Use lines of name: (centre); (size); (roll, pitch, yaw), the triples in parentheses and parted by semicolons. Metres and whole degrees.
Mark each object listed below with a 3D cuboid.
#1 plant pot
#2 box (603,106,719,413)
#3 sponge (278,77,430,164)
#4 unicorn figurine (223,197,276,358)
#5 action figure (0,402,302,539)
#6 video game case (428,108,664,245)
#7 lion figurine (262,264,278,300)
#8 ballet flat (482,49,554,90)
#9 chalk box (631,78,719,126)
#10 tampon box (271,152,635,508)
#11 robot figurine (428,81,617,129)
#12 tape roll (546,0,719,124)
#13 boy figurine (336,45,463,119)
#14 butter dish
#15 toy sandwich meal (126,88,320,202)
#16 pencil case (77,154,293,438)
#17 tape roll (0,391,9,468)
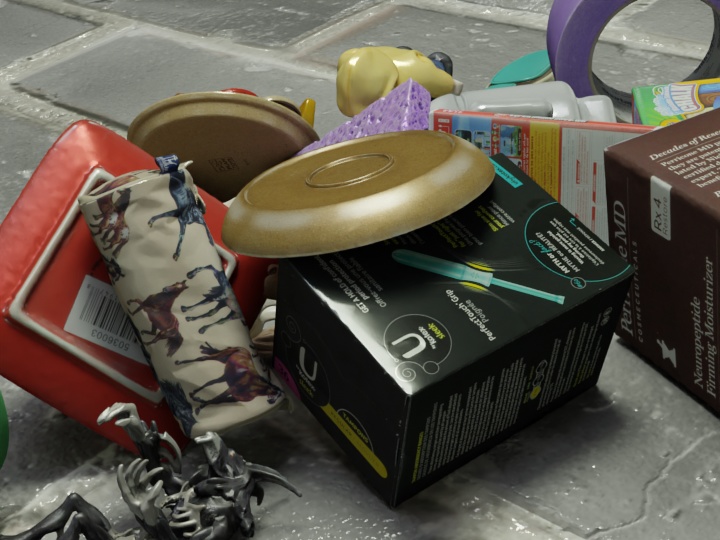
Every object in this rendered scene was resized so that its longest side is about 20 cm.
plant pot: (-0.005, -0.060, 0.948); (0.199, 0.028, 0.200); (-14, 19, 5)
box: (0.296, -0.006, 0.950); (0.163, 0.167, 0.200); (-20, 31, -18)
sponge: (-0.022, -0.080, 1.178); (0.199, 0.030, 0.112); (-30, 36, 37)
unicorn figurine: (-0.120, 0.005, 1.131); (0.137, 0.074, 0.200); (-36, 43, -10)
action figure: (-0.142, 0.148, 0.875); (0.199, 0.103, 0.119); (-21, 20, -16)
video game case: (0.147, -0.053, 1.101); (0.199, 0.144, 0.017); (8, 19, 28)
lion figurine: (0.000, 0.000, 1.071); (0.072, 0.199, 0.123); (-32, 57, 28)
ballet flat: (0.155, -0.170, 1.384); (0.069, 0.070, 0.200); (11, 29, 31)
chalk box: (0.289, -0.081, 1.126); (0.198, 0.126, 0.124); (-4, 30, 7)
tampon box: (0.060, 0.037, 0.945); (0.199, 0.127, 0.150); (-25, 54, -27)
robot figurine: (0.128, -0.106, 1.198); (0.198, 0.170, 0.114); (-7, 64, 1)
tape roll: (0.279, -0.214, 1.284); (0.198, 0.201, 0.085); (-7, 29, 4)
boy figurine: (0.033, -0.179, 1.272); (0.123, 0.065, 0.200); (12, 15, 15)
butter dish: (-0.196, 0.023, 1.042); (0.200, 0.199, 0.148); (-63, 17, -20)
toy sandwich meal: (-0.130, -0.128, 1.283); (0.203, 0.205, 0.071); (-4, 62, 10)
pencil case: (-0.121, 0.022, 0.952); (0.089, 0.201, 0.078); (-24, 1, -20)
tape roll: (-0.338, 0.086, 0.934); (0.199, 0.202, 0.048); (7, 33, 26)
